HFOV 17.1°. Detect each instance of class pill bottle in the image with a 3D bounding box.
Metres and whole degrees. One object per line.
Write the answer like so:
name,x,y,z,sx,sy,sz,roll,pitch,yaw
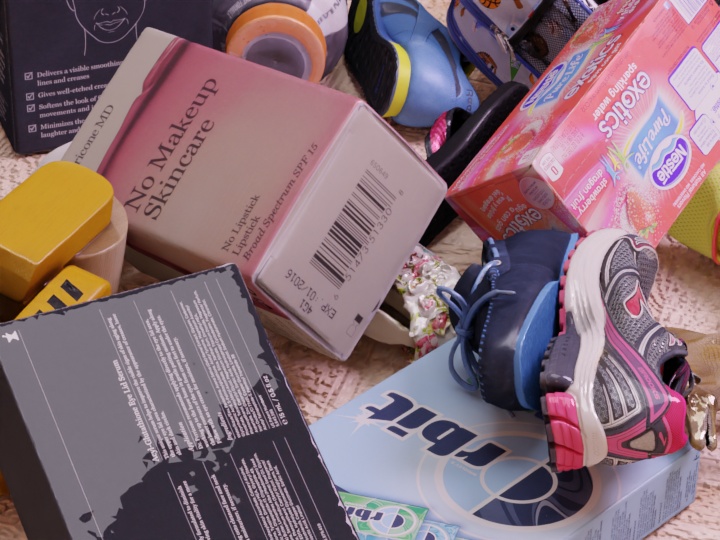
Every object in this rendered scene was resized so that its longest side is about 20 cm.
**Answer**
pill bottle,-0.061,-0.197,1.760,0.106,0.107,0.200,0,32,-2

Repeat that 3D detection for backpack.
backpack,0.147,-0.210,1.705,0.191,0.154,0.200,49,36,-2

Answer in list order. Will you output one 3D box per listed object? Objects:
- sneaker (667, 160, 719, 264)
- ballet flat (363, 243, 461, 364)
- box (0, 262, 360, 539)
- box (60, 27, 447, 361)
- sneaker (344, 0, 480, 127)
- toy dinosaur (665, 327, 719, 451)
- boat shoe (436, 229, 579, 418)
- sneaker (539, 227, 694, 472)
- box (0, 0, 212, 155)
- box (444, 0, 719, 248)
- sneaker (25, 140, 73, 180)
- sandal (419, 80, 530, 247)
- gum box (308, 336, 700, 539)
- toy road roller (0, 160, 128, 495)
sneaker,0.261,-0.010,1.493,0.199,0.078,0.090,24,40,32
ballet flat,0.000,0.000,1.477,0.064,0.076,0.200,-29,39,-27
box,-0.096,0.112,1.209,0.141,0.079,0.201,-13,63,-25
box,-0.071,-0.049,1.447,0.200,0.109,0.128,22,76,42
sneaker,0.038,-0.160,1.753,0.078,0.066,0.200,8,28,-17
toy dinosaur,0.208,0.053,1.381,0.101,0.058,0.200,17,14,-6
boat shoe,0.081,0.032,1.353,0.068,0.085,0.200,4,14,11
sneaker,0.146,0.046,1.307,0.074,0.081,0.200,-3,32,13
box,-0.187,-0.201,1.672,0.148,0.201,0.107,-10,33,-18
box,0.159,-0.083,1.508,0.095,0.103,0.200,-20,27,55
sneaker,-0.194,-0.032,1.546,0.084,0.073,0.200,-12,22,46
sandal,0.056,-0.072,1.592,0.045,0.075,0.200,20,39,27
gum box,0.059,0.118,1.310,0.170,0.045,0.200,26,38,34
toy road roller,-0.170,0.048,1.354,0.145,0.123,0.200,25,42,14
